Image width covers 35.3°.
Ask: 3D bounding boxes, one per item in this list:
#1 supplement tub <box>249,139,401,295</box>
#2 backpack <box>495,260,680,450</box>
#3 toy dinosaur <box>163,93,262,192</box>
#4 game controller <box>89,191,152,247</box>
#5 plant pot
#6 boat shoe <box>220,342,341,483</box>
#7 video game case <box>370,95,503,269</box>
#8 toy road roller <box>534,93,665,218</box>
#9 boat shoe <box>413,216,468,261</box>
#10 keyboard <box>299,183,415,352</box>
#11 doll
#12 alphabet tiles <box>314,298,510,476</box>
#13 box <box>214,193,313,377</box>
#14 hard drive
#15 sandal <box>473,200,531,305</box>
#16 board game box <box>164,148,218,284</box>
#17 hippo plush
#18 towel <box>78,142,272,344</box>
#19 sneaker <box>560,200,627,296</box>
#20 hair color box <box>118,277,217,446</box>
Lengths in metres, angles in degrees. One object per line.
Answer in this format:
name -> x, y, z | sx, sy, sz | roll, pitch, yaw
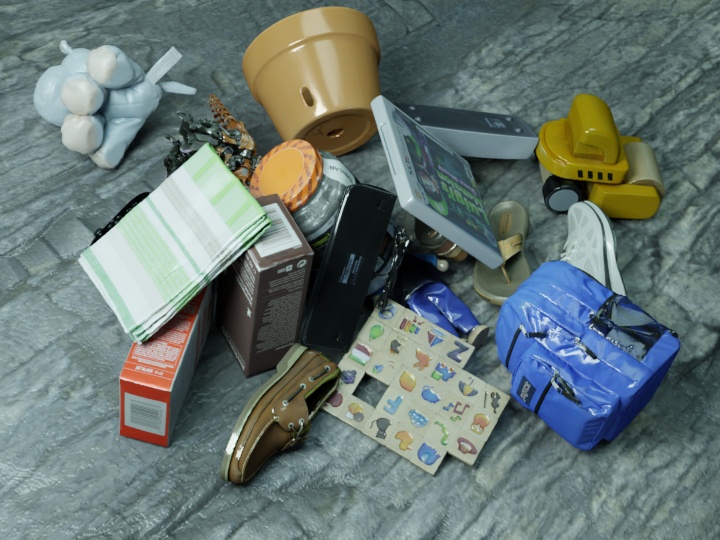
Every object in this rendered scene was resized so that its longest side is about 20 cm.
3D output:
supplement tub -> -0.041, -0.063, 1.386 | 0.121, 0.200, 0.124 | -19, 50, 24
backpack -> 0.254, 0.095, 1.359 | 0.200, 0.164, 0.167 | 41, 56, 21
toy dinosaur -> -0.182, -0.148, 1.477 | 0.134, 0.103, 0.200 | 6, 28, -28
game controller -> -0.264, -0.048, 1.362 | 0.042, 0.199, 0.105 | 39, 78, -29
plant pot -> -0.053, -0.249, 1.578 | 0.197, 0.200, 0.142 | -11, 70, -21
boat shoe -> -0.086, 0.163, 1.276 | 0.067, 0.072, 0.201 | 23, 51, 13
video game case -> 0.099, -0.112, 1.444 | 0.199, 0.023, 0.184 | 31, 34, -43
toy road roller -> 0.347, -0.167, 1.615 | 0.197, 0.147, 0.124 | 5, 49, -9
boat shoe -> 0.112, -0.081, 1.545 | 0.074, 0.075, 0.201 | 39, 29, -26
keyboard -> 0.000, 0.000, 1.351 | 0.126, 0.203, 0.021 | 13, 9, -39
doll -> 0.070, 0.029, 1.448 | 0.135, 0.049, 0.200 | -26, 60, -32
alphabet tiles -> 0.070, 0.142, 1.350 | 0.198, 0.008, 0.168 | 29, 64, 12
box -> -0.116, 0.020, 1.311 | 0.074, 0.201, 0.101 | -18, 55, -23
hard drive -> 0.148, -0.202, 1.637 | 0.197, 0.043, 0.135 | 5, 21, -8
sandal -> 0.190, -0.032, 1.509 | 0.079, 0.054, 0.202 | -4, 44, 16
board game box -> -0.167, -0.064, 1.476 | 0.197, 0.041, 0.201 | 9, 48, -5
hippo plush -> -0.360, -0.256, 1.518 | 0.160, 0.160, 0.200 | 30, 68, 28
towel -> -0.208, -0.034, 1.240 | 0.200, 0.031, 0.149 | -43, 58, 0
sneaker -> 0.281, -0.015, 1.517 | 0.113, 0.076, 0.203 | 3, 52, -13
hair color box -> -0.217, 0.083, 1.292 | 0.063, 0.112, 0.202 | 14, 47, 1
